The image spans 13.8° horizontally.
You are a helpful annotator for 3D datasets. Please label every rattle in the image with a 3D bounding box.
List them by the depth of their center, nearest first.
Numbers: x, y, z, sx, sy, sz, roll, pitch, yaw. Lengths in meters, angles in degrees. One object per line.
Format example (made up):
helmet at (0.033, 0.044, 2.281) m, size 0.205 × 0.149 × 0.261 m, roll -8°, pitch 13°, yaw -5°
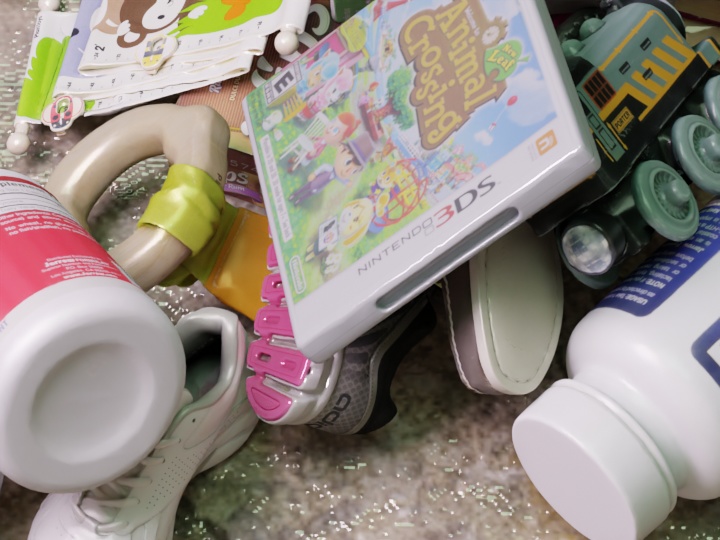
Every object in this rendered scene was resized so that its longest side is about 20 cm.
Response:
rattle at (-0.133, -0.007, 1.657) m, size 0.199 × 0.143 × 0.131 m, roll -23°, pitch 60°, yaw 29°

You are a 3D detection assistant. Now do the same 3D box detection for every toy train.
toy train at (0.141, -0.075, 1.577) m, size 0.114 × 0.085 × 0.200 m, roll 52°, pitch 39°, yaw -8°

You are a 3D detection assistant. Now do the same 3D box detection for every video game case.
video game case at (0.025, -0.072, 1.528) m, size 0.182 × 0.022 × 0.201 m, roll -35°, pitch 40°, yaw 19°

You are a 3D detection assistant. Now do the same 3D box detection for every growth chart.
growth chart at (-0.109, -0.146, 1.701) m, size 0.199 × 0.018 × 0.145 m, roll -18°, pitch 45°, yaw 18°

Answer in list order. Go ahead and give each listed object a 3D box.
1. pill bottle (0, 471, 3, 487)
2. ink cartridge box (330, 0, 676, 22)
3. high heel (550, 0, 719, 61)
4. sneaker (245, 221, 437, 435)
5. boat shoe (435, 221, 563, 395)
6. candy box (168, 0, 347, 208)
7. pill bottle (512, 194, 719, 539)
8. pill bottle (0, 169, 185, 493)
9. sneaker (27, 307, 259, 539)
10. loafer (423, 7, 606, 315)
pill bottle at (-0.293, 0.089, 1.544) m, size 0.199 × 0.120 × 0.120 m, roll 20°, pitch 61°, yaw 13°
ink cartridge box at (0.080, -0.220, 1.662) m, size 0.199 × 0.084 × 0.147 m, roll -1°, pitch 77°, yaw 0°
high heel at (0.172, -0.144, 1.705) m, size 0.199 × 0.068 × 0.096 m, roll -12°, pitch 48°, yaw -10°
sneaker at (0.000, 0.000, 1.593) m, size 0.074 × 0.087 × 0.201 m, roll -10°, pitch 60°, yaw 45°
boat shoe at (0.062, -0.023, 1.566) m, size 0.059 × 0.072 × 0.201 m, roll -19°, pitch 60°, yaw 35°
candy box at (-0.021, -0.127, 1.710) m, size 0.116 × 0.057 × 0.201 m, roll 19°, pitch 59°, yaw 13°
pill bottle at (0.178, 0.049, 1.560) m, size 0.200 × 0.120 × 0.120 m, roll -40°, pitch 66°, yaw -21°
pill bottle at (-0.180, 0.018, 1.516) m, size 0.112 × 0.113 × 0.200 m, roll -30°, pitch 40°, yaw -16°
sneaker at (-0.120, 0.096, 1.547) m, size 0.078 × 0.100 × 0.201 m, roll 22°, pitch 61°, yaw 14°
loafer at (0.085, -0.056, 1.667) m, size 0.073 × 0.071 × 0.200 m, roll 42°, pitch 74°, yaw -13°
